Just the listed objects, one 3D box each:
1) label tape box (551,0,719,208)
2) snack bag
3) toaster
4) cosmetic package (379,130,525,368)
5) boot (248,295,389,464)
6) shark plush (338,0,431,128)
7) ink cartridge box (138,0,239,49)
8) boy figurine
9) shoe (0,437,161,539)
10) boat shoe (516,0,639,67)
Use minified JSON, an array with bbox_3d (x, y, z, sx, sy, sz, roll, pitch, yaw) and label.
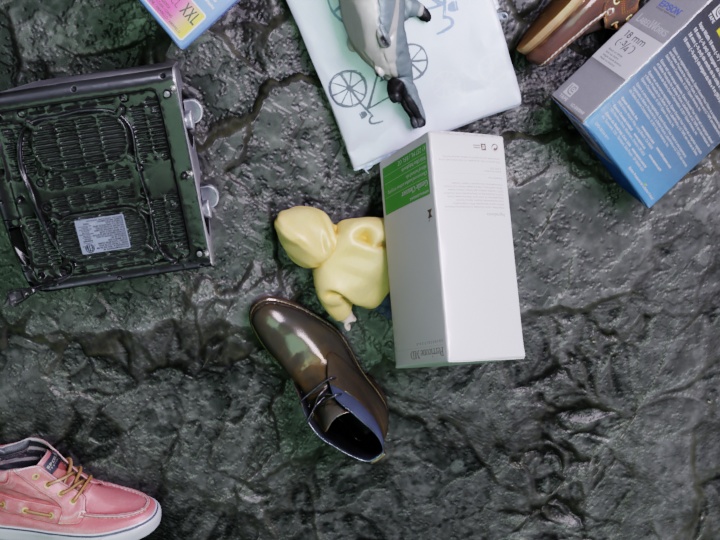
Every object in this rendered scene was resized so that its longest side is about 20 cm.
[{"bbox_3d":[0.298,-0.178,0.781,0.200,0.063,0.144,-44,129,10],"label":"label tape box"},{"bbox_3d":[0.046,-0.215,0.792,0.187,0.021,0.201,-22,109,4],"label":"snack bag"},{"bbox_3d":[-0.235,-0.084,0.762,0.198,0.119,0.183,-9,109,-2],"label":"toaster"},{"bbox_3d":[0.082,-0.014,0.771,0.084,0.107,0.202,0,80,-25],"label":"cosmetic package"},{"bbox_3d":[-0.037,0.111,0.859,0.075,0.097,0.200,-42,108,10],"label":"boot"},{"bbox_3d":[0.034,-0.224,0.745,0.083,0.091,0.201,-31,106,-25],"label":"shark plush"},{"bbox_3d":[-0.094,-0.283,0.695,0.200,0.137,0.076,-41,110,10],"label":"ink cartridge box"},{"bbox_3d":[0.000,0.000,0.842,0.199,0.065,0.125,24,106,-12],"label":"boy figurine"},{"bbox_3d":[-0.314,0.235,0.892,0.198,0.072,0.092,2,115,-1],"label":"shoe"},{"bbox_3d":[0.232,-0.258,0.766,0.070,0.070,0.200,41,102,-15],"label":"boat shoe"}]
